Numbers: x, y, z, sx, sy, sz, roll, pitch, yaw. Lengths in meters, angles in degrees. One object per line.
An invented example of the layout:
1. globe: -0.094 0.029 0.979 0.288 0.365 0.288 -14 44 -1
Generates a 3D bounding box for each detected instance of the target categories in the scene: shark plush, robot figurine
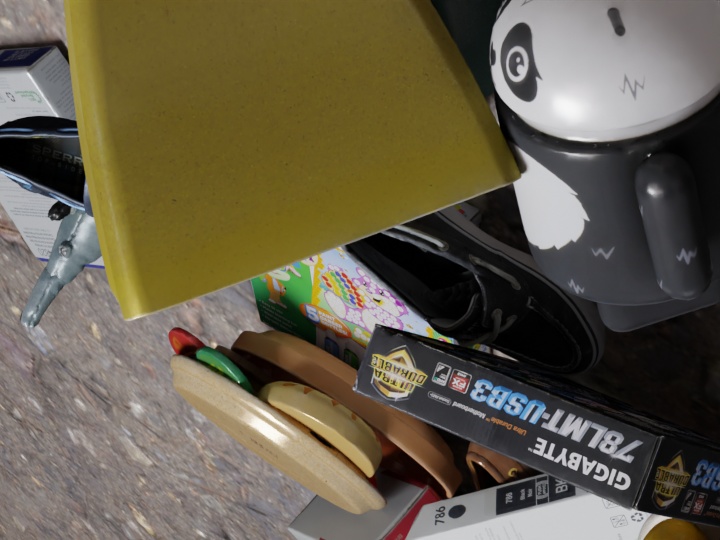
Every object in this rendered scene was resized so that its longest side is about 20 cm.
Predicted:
1. shark plush: -0.206 -0.054 1.258 0.091 0.200 0.083 47 -164 15
2. robot figurine: 0.130 -0.064 0.839 0.150 0.125 0.201 22 144 37

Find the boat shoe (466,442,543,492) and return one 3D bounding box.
1. boat shoe: 0.115 0.174 1.227 0.072 0.068 0.201 20 143 38

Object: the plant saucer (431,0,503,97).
1. plant saucer: 0.002 -0.168 0.970 0.200 0.036 0.201 33 149 23

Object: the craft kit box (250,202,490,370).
1. craft kit box: 0.000 0.000 1.183 0.199 0.048 0.198 27 144 30

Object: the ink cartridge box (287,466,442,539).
1. ink cartridge box: 0.057 0.253 1.348 0.200 0.083 0.146 50 163 -18

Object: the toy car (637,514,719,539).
1. toy car: 0.207 0.255 1.058 0.149 0.175 0.201 25 126 25

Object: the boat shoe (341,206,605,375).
1. boat shoe: 0.067 0.014 1.032 0.200 0.068 0.072 38 127 -21

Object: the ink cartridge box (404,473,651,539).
1. ink cartridge box: 0.113 0.191 1.167 0.199 0.039 0.100 -16 123 14

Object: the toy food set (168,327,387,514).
1. toy food set: -0.060 0.111 1.262 0.197 0.049 0.200 30 168 23

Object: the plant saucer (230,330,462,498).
1. plant saucer: -0.008 0.103 1.283 0.200 0.032 0.200 33 168 8

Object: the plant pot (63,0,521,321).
1. plant pot: -0.059 -0.098 0.874 0.200 0.199 0.177 -162 53 -79

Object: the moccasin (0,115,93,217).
1. moccasin: -0.170 -0.057 1.163 0.199 0.068 0.081 9 101 22

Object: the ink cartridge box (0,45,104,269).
1. ink cartridge box: -0.257 -0.091 1.406 0.199 0.041 0.201 7 133 49

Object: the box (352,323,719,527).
1. box: 0.129 0.095 1.016 0.198 0.050 0.200 20 -179 36
